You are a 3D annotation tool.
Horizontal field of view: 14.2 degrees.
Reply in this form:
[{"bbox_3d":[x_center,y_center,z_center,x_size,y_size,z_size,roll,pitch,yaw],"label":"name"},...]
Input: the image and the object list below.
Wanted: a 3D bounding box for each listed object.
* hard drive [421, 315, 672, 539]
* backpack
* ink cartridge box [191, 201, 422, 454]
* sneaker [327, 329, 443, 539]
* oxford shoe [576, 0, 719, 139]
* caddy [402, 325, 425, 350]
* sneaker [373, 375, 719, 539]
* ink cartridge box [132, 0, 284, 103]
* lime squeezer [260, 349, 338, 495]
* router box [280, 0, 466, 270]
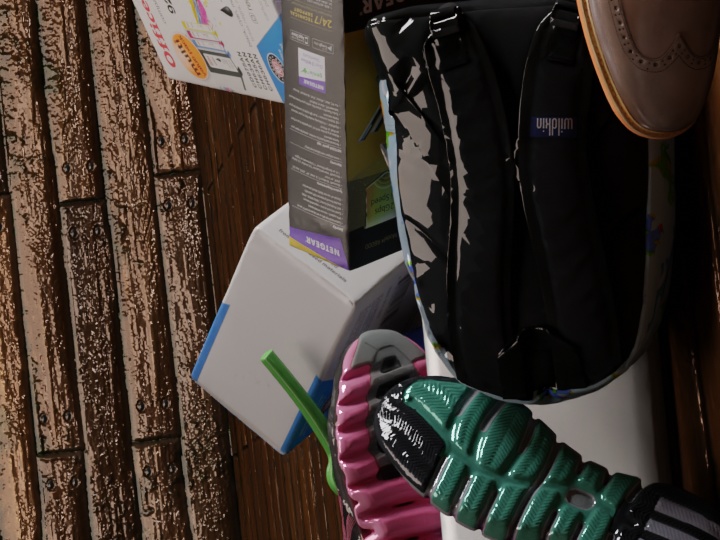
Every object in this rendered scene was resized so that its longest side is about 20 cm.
[{"bbox_3d":[0.102,0.093,1.570,0.027,0.131,0.202,-7,-89,-64],"label":"hard drive"},{"bbox_3d":[0.093,-0.033,1.473,0.154,0.162,0.202,14,-110,-76],"label":"backpack"},{"bbox_3d":[0.000,0.000,1.820,0.084,0.200,0.146,37,133,13],"label":"ink cartridge box"},{"bbox_3d":[0.012,0.136,1.649,0.095,0.079,0.201,157,107,-65],"label":"sneaker"},{"bbox_3d":[0.142,-0.154,1.330,0.073,0.071,0.201,-136,41,-68],"label":"oxford shoe"},{"bbox_3d":[0.074,0.105,1.808,0.142,0.104,0.200,56,154,24],"label":"caddy"},{"bbox_3d":[0.093,0.129,1.490,0.075,0.199,0.088,-52,-21,-28],"label":"sneaker"},{"bbox_3d":[-0.056,-0.215,1.971,0.200,0.144,0.148,16,136,54],"label":"ink cartridge box"},{"bbox_3d":[-0.012,0.131,1.774,0.071,0.038,0.201,33,147,41],"label":"lime squeezer"},{"bbox_3d":[0.047,-0.106,1.562,0.052,0.199,0.158,23,125,42],"label":"router box"}]
